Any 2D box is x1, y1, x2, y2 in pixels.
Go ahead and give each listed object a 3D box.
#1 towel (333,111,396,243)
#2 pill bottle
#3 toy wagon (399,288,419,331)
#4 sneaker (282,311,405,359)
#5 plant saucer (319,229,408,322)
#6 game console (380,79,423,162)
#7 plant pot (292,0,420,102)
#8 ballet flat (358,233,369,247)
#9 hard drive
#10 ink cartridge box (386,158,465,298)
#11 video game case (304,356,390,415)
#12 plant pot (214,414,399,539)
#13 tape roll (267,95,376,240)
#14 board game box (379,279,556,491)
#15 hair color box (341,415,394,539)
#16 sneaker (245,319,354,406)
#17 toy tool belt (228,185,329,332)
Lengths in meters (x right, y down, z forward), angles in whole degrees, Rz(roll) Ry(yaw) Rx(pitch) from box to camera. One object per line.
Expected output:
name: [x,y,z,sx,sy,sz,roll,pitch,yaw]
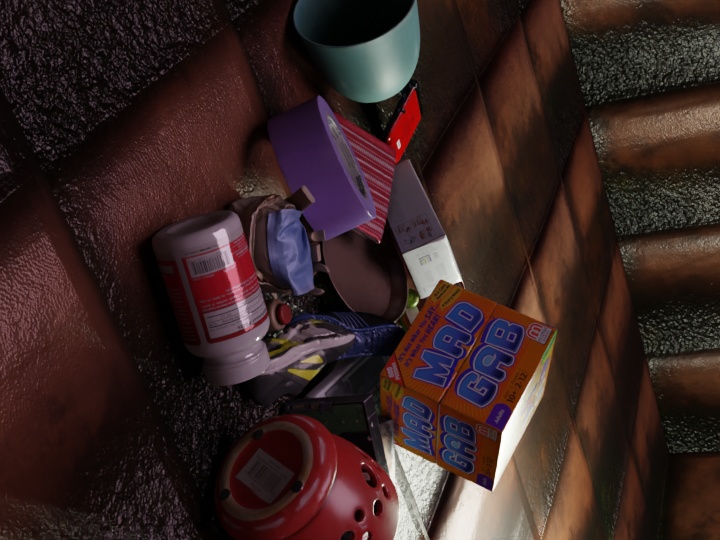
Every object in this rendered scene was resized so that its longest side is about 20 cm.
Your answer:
towel: [-0.009,-0.156,1.771,0.144,0.022,0.200,28,53,-25]
pill bottle: [-0.178,0.036,1.329,0.112,0.112,0.200,-44,123,-59]
toy wagon: [0.109,0.123,1.888,0.155,0.040,0.200,75,-8,-68]
sneaker: [-0.032,0.096,1.626,0.200,0.078,0.070,8,96,-26]
plant saucer: [0.000,0.000,1.746,0.200,0.034,0.201,28,49,-37]
game console: [0.046,-0.308,1.935,0.173,0.119,0.200,-63,171,-3]
plant pot: [0.007,-0.373,1.746,0.161,0.200,0.201,70,26,-51]
ballet flat: [0.024,-0.043,1.838,0.066,0.057,0.200,-53,130,-55]
hard drive: [-0.029,0.280,1.545,0.038,0.139,0.200,-33,112,-63]
ink cartridge box: [0.100,-0.060,1.870,0.176,0.084,0.200,64,3,-48]
video game case: [-0.002,0.222,1.681,0.200,0.023,0.182,-40,125,-44]
plant pot: [-0.073,0.295,1.385,0.183,0.200,0.201,53,38,-41]
tape roll: [-0.056,-0.151,1.587,0.200,0.085,0.200,62,9,-17]
board game box: [0.164,0.178,1.657,0.200,0.200,0.200,-56,159,-31]
hair color box: [0.002,0.329,1.634,0.100,0.060,0.200,-14,105,-52]
sneaker: [-0.091,0.129,1.513,0.200,0.074,0.085,-16,120,-41]
toy tool belt: [-0.102,-0.013,1.488,0.125,0.123,0.200,-32,113,-62]
